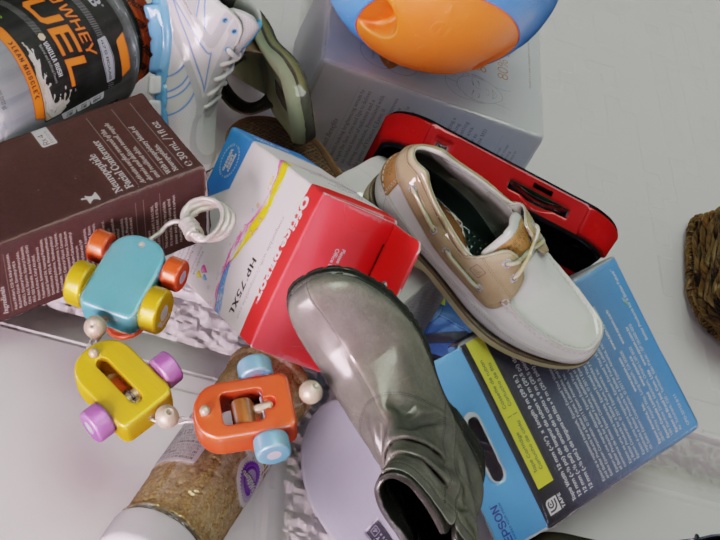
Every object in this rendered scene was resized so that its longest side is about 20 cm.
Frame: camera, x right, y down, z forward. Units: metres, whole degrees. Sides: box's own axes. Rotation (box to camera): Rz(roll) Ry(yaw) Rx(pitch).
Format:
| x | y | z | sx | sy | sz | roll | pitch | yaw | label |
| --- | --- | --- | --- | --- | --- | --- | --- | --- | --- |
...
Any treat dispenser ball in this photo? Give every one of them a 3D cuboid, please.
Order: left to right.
| x | y | z | sx | sy | sz | roll | pitch | yaw | label |
| --- | --- | --- | --- | --- | --- | --- | --- | --- | --- |
| 0.066 | -0.255 | 1.257 | 0.198 | 0.202 | 0.202 | 15 | 44 | -15 | treat dispenser ball |

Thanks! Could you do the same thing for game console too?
| x | y | z | sx | sy | sz | roll | pitch | yaw | label |
| --- | --- | --- | --- | --- | --- | --- | --- | --- | --- |
| 0.096 | -0.052 | 1.272 | 0.198 | 0.177 | 0.031 | 28 | 78 | -2 | game console |

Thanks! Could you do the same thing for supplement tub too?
| x | y | z | sx | sy | sz | roll | pitch | yaw | label |
| --- | --- | --- | --- | --- | --- | --- | --- | --- | --- |
| -0.249 | -0.151 | 1.205 | 0.122 | 0.123 | 0.200 | 39 | 43 | 11 | supplement tub |

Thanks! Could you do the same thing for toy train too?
| x | y | z | sx | sy | sz | roll | pitch | yaw | label |
| --- | --- | --- | --- | --- | --- | --- | --- | --- | --- |
| -0.113 | 0.052 | 1.045 | 0.148 | 0.056 | 0.202 | -13 | 55 | -10 | toy train |

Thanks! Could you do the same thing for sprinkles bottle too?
| x | y | z | sx | sy | sz | roll | pitch | yaw | label |
| --- | --- | --- | --- | --- | --- | --- | --- | --- | --- |
| -0.099 | 0.132 | 1.056 | 0.068 | 0.069 | 0.201 | 31 | 42 | 2 | sprinkles bottle |

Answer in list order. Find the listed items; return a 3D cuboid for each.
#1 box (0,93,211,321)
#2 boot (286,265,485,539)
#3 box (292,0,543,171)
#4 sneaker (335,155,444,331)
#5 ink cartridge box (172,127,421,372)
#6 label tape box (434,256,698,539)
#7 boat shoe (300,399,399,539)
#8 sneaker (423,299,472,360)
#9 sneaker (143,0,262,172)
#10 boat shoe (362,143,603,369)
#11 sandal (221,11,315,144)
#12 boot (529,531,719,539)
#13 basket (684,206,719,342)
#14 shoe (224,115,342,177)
| x | y | z | sx | sy | sz | roll | pitch | yaw | label |
| --- | --- | --- | --- | --- | --- | --- | --- | --- | --- |
| -0.213 | -0.041 | 1.112 | 0.198 | 0.076 | 0.100 | -25 | 50 | -24 | box |
| 0.023 | 0.097 | 0.993 | 0.201 | 0.067 | 0.131 | 54 | 16 | -18 | boot |
| 0.045 | -0.156 | 1.381 | 0.198 | 0.107 | 0.153 | 18 | 44 | -13 | box |
| 0.000 | 0.000 | 1.172 | 0.115 | 0.074 | 0.200 | 26 | 53 | 17 | sneaker |
| -0.049 | -0.011 | 1.118 | 0.067 | 0.117 | 0.200 | 21 | 9 | -33 | ink cartridge box |
| 0.132 | 0.098 | 1.173 | 0.199 | 0.066 | 0.145 | -27 | 90 | -28 | label tape box |
| 0.024 | 0.174 | 1.093 | 0.065 | 0.073 | 0.201 | 28 | 26 | -49 | boat shoe |
| 0.098 | 0.067 | 1.235 | 0.198 | 0.066 | 0.079 | 9 | 58 | -21 | sneaker |
| -0.117 | -0.169 | 1.241 | 0.085 | 0.202 | 0.075 | 3 | 25 | 13 | sneaker |
| 0.092 | -0.008 | 1.115 | 0.199 | 0.068 | 0.075 | 37 | 55 | -3 | boat shoe |
| -0.089 | -0.158 | 1.299 | 0.057 | 0.081 | 0.201 | -22 | 30 | -9 | sandal |
| 0.213 | 0.206 | 1.133 | 0.198 | 0.097 | 0.075 | 19 | 43 | -12 | boot |
| 0.385 | 0.032 | 1.419 | 0.198 | 0.149 | 0.144 | 20 | 76 | -9 | basket |
| -0.034 | -0.054 | 1.283 | 0.199 | 0.054 | 0.070 | 37 | 56 | 26 | shoe |
